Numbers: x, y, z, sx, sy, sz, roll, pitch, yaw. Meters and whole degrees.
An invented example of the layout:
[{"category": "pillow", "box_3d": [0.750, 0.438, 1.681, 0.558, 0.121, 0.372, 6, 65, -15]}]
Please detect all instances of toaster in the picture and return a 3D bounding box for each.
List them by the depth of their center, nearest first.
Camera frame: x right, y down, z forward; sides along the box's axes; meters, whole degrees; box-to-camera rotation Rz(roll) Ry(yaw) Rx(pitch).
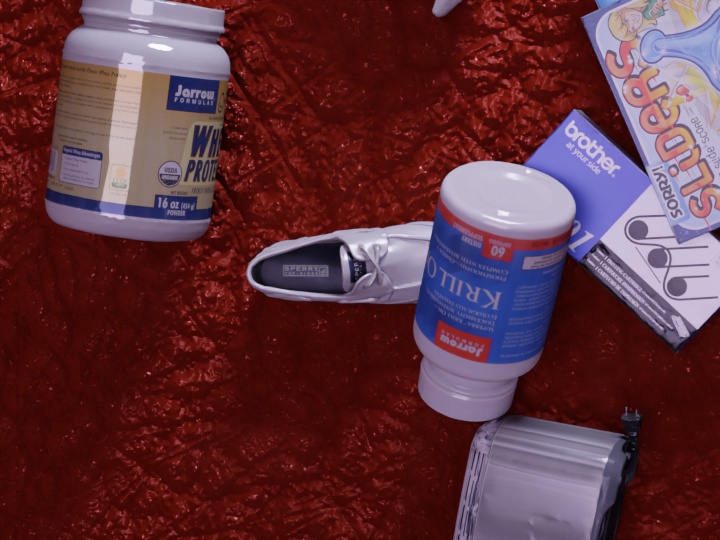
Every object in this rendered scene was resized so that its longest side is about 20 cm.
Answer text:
[{"category": "toaster", "box_3d": [0.154, 0.201, 1.533, 0.129, 0.114, 0.200, 12, 101, 16]}]

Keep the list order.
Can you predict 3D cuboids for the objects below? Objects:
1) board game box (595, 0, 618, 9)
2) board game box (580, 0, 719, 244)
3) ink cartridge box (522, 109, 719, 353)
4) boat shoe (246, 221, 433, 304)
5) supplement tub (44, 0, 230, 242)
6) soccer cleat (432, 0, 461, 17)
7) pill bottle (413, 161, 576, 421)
[{"category": "board game box", "box_3d": [0.283, -0.205, 1.501, 0.151, 0.037, 0.200, -26, 89, 15]}, {"category": "board game box", "box_3d": [0.278, -0.138, 1.470, 0.135, 0.034, 0.200, -24, 88, 13]}, {"category": "ink cartridge box", "box_3d": [0.222, -0.033, 1.529, 0.200, 0.044, 0.094, 44, 102, 8]}, {"category": "boat shoe", "box_3d": [0.000, 0.000, 1.578, 0.200, 0.065, 0.074, -9, 92, 15]}, {"category": "supplement tub", "box_3d": [-0.189, -0.133, 1.576, 0.144, 0.144, 0.200, 10, 98, 14]}, {"category": "soccer cleat", "box_3d": [0.012, -0.289, 1.547, 0.200, 0.070, 0.086, 36, 102, 9]}, {"category": "pill bottle", "box_3d": [0.104, 0.021, 1.509, 0.112, 0.112, 0.200, 17, 121, 13]}]
